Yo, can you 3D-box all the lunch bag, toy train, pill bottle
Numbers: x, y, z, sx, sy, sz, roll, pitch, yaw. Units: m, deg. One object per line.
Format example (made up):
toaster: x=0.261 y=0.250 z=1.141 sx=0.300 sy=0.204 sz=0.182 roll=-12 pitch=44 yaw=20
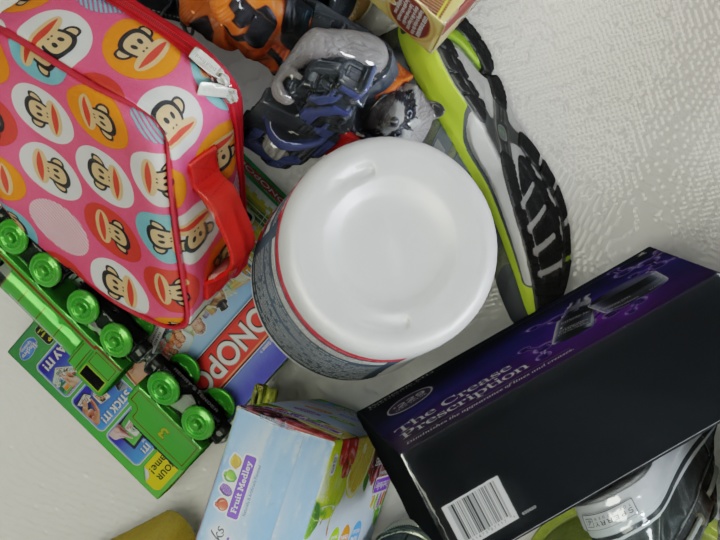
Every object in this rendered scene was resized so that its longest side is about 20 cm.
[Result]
lunch bag: x=-0.131 y=-0.061 z=1.567 sx=0.176 sy=0.082 sz=0.201 roll=32 pitch=148 yaw=23
toy train: x=-0.158 y=0.041 z=1.680 sx=0.200 sy=0.042 sz=0.056 roll=44 pitch=122 yaw=3
pill bottle: x=0.000 y=0.000 z=1.543 sx=0.119 sy=0.200 sz=0.121 roll=1 pitch=82 yaw=-10

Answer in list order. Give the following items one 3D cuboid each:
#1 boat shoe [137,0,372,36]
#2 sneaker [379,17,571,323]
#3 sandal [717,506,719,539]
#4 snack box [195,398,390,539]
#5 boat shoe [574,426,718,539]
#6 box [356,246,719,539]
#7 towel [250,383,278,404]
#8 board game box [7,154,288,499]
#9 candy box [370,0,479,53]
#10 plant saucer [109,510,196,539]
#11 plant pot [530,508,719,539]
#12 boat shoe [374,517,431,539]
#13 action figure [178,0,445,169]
boat shoe: x=-0.090 y=-0.177 z=1.622 sx=0.198 sy=0.062 sz=0.075 roll=10 pitch=108 yaw=16
sneaker: x=0.059 y=-0.057 z=1.610 sx=0.081 sy=0.074 sz=0.201 roll=-24 pitch=90 yaw=31
sandal: x=0.243 y=0.087 z=1.509 sx=0.059 sy=0.079 sz=0.208 roll=8 pitch=96 yaw=-10
snack box: x=-0.045 y=0.165 z=1.601 sx=0.067 sy=0.200 sz=0.170 roll=19 pitch=92 yaw=13
boat shoe: x=0.167 y=0.122 z=1.546 sx=0.072 sy=0.200 sz=0.071 roll=-20 pitch=102 yaw=26
box: x=0.110 y=0.072 z=1.518 sx=0.199 sy=0.141 sz=0.079 roll=-29 pitch=98 yaw=-6
towel: x=-0.088 y=0.166 z=1.656 sx=0.018 sy=0.086 sz=0.201 roll=19 pitch=84 yaw=-2
board game box: x=-0.109 y=0.026 z=1.696 sx=0.135 sy=0.029 sz=0.200 roll=44 pitch=111 yaw=3
candy box: x=0.006 y=-0.234 z=1.552 sx=0.200 sy=0.055 sz=0.116 roll=42 pitch=74 yaw=2
plant saucer: x=-0.154 y=0.281 z=1.744 sx=0.199 sy=0.048 sz=0.201 roll=-28 pitch=89 yaw=28
plant pot: x=0.134 y=0.258 z=1.568 sx=0.199 sy=0.184 sz=0.202 roll=17 pitch=124 yaw=27
boat shoe: x=0.047 y=0.252 z=1.659 sx=0.072 sy=0.062 sz=0.201 roll=-15 pitch=99 yaw=20
action figure: x=-0.031 y=-0.133 z=1.520 sx=0.193 sy=0.200 sz=0.105 roll=39 pitch=72 yaw=-14
